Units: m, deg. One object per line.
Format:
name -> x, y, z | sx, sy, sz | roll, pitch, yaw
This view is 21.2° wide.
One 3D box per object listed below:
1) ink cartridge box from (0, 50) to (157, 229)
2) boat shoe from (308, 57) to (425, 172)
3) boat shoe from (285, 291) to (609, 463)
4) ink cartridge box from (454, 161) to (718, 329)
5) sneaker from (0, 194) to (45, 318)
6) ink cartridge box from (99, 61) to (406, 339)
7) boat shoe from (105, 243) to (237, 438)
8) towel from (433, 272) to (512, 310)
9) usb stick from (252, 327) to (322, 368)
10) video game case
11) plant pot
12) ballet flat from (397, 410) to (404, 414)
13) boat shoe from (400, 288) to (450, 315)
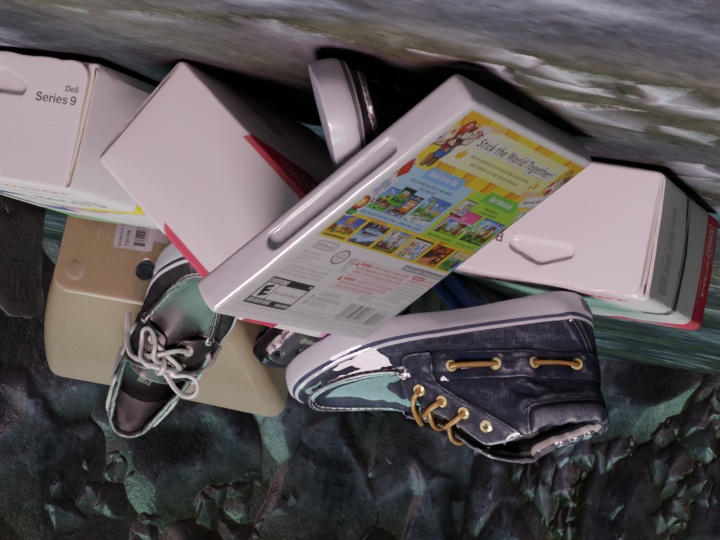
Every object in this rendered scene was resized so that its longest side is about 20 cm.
ink cartridge box -> -0.187, -0.084, 1.299 | 0.144, 0.088, 0.200 | 9, 174, 28
boat shoe -> 0.017, -0.074, 1.076 | 0.066, 0.071, 0.200 | -17, 162, 4
boat shoe -> 0.054, 0.077, 1.202 | 0.198, 0.092, 0.071 | -12, 153, 3
ink cartridge box -> 0.150, -0.020, 1.299 | 0.143, 0.085, 0.200 | 9, 176, 21
sneaker -> -0.272, -0.056, 1.388 | 0.060, 0.202, 0.104 | 17, -157, 38
ink cartridge box -> -0.051, -0.035, 1.205 | 0.148, 0.086, 0.200 | 46, -171, 22
boat shoe -> -0.137, 0.052, 1.367 | 0.073, 0.068, 0.199 | 28, 138, -14
towel -> 0.088, 0.025, 1.359 | 0.147, 0.024, 0.200 | 55, -169, 33
usb stick -> 0.000, 0.000, 1.421 | 0.033, 0.200, 0.055 | 51, -164, 12
video game case -> 0.025, -0.029, 1.076 | 0.182, 0.023, 0.200 | -38, 160, 16
plant pot -> -0.143, -0.017, 1.496 | 0.198, 0.202, 0.177 | 11, 166, 5
ballet flat -> 0.019, 0.054, 1.471 | 0.071, 0.072, 0.200 | 12, -170, -20
boat shoe -> 0.040, 0.046, 1.355 | 0.066, 0.074, 0.200 | 41, -162, -9
